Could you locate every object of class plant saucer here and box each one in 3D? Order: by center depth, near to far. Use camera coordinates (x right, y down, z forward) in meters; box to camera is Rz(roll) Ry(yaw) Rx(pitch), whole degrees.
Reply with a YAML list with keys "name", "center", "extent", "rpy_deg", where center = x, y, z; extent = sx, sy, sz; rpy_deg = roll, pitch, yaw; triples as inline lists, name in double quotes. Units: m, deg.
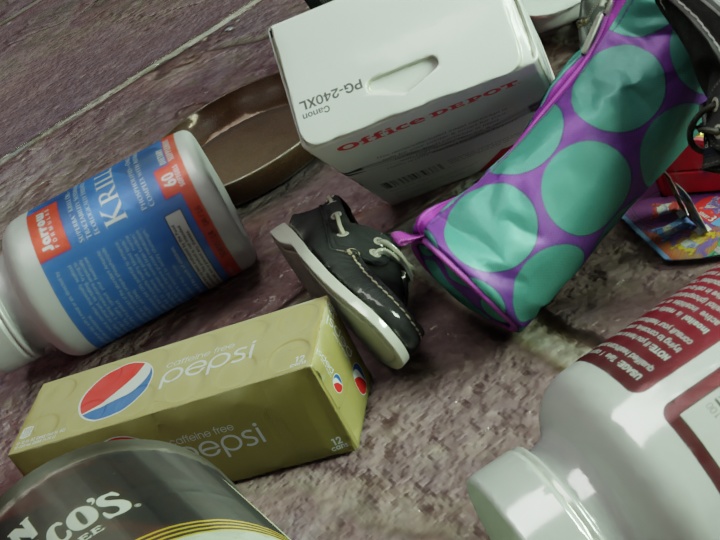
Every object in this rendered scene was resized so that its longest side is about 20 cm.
- name: "plant saucer"
  center: [-0.099, -0.108, 1.054]
  extent: [0.199, 0.035, 0.201]
  rpy_deg: [-22, 29, 13]

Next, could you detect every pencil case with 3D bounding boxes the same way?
- name: "pencil case"
  center: [0.115, -0.063, 0.682]
  extent: [0.200, 0.092, 0.085]
  rpy_deg: [-50, 16, -2]

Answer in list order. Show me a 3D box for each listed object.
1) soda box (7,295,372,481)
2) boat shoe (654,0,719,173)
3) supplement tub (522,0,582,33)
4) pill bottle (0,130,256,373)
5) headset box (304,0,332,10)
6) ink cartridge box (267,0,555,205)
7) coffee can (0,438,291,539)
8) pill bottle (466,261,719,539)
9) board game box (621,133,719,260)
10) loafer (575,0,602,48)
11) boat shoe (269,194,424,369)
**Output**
- name: "soda box"
  center: [-0.097, 0.083, 0.711]
  extent: [0.199, 0.064, 0.068]
  rpy_deg: [-18, 30, 19]
- name: "boat shoe"
  center: [0.198, -0.065, 0.601]
  extent: [0.066, 0.201, 0.070]
  rpy_deg: [-36, -8, 6]
- name: "supplement tub"
  center: [0.118, -0.249, 0.914]
  extent: [0.145, 0.146, 0.200]
  rpy_deg: [-25, 9, 6]
- name: "pill bottle"
  center: [-0.186, -0.008, 0.885]
  extent: [0.199, 0.113, 0.112]
  rpy_deg: [-29, 28, -1]
- name: "headset box"
  center: [0.020, -0.232, 1.025]
  extent: [0.075, 0.149, 0.200]
  rpy_deg: [-27, 27, 18]
- name: "ink cartridge box"
  center: [0.046, -0.117, 0.782]
  extent: [0.144, 0.084, 0.200]
  rpy_deg: [-20, -11, 13]
- name: "coffee can"
  center: [-0.060, 0.167, 0.458]
  extent: [0.146, 0.147, 0.200]
  rpy_deg: [-38, 30, -18]
- name: "pill bottle"
  center: [0.145, 0.062, 0.484]
  extent: [0.199, 0.113, 0.113]
  rpy_deg: [-32, 29, -8]
- name: "board game box"
  center: [0.217, -0.084, 0.733]
  extent: [0.157, 0.039, 0.200]
  rpy_deg: [-28, 29, 1]
- name: "loafer"
  center: [0.237, -0.167, 0.789]
  extent: [0.199, 0.073, 0.073]
  rpy_deg: [-13, -1, 10]
- name: "boat shoe"
  center: [0.000, 0.000, 0.759]
  extent: [0.060, 0.074, 0.200]
  rpy_deg: [-36, 21, -6]
